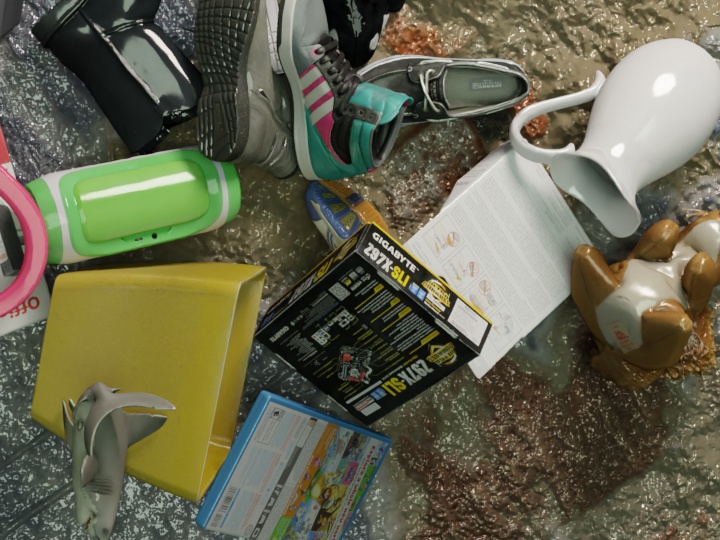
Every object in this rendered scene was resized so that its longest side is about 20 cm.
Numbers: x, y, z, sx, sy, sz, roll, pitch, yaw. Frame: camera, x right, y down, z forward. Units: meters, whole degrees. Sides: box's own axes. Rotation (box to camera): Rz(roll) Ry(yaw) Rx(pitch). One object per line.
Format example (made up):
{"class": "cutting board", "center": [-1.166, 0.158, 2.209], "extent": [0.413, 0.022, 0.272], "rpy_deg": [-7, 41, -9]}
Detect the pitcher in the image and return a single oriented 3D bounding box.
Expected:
{"class": "pitcher", "center": [0.264, -0.156, 1.246], "extent": [0.171, 0.122, 0.200], "rpy_deg": [35, 67, 16]}

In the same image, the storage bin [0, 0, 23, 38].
{"class": "storage bin", "center": [-0.360, -0.286, 1.093], "extent": [0.143, 0.200, 0.136], "rpy_deg": [7, 105, -11]}

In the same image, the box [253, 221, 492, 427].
{"class": "box", "center": [0.008, 0.059, 1.203], "extent": [0.159, 0.200, 0.050], "rpy_deg": [38, 47, -12]}

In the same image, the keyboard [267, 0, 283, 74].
{"class": "keyboard", "center": [-0.117, -0.295, 1.222], "extent": [0.055, 0.011, 0.203], "rpy_deg": [-12, 99, -8]}

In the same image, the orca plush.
{"class": "orca plush", "center": [0.009, -0.307, 1.211], "extent": [0.104, 0.071, 0.202], "rpy_deg": [20, 93, -12]}

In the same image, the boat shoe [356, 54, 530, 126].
{"class": "boat shoe", "center": [0.077, -0.188, 1.237], "extent": [0.197, 0.071, 0.073], "rpy_deg": [-10, 100, -6]}

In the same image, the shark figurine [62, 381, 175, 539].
{"class": "shark figurine", "center": [-0.203, 0.132, 1.030], "extent": [0.088, 0.216, 0.129], "rpy_deg": [-6, 55, -21]}

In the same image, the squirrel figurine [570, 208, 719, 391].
{"class": "squirrel figurine", "center": [0.327, 0.028, 1.289], "extent": [0.186, 0.141, 0.202], "rpy_deg": [-37, 143, -29]}

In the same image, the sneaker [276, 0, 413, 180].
{"class": "sneaker", "center": [-0.011, -0.179, 1.175], "extent": [0.119, 0.084, 0.202], "rpy_deg": [6, 120, 26]}

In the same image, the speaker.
{"class": "speaker", "center": [-0.218, -0.065, 1.168], "extent": [0.198, 0.088, 0.090], "rpy_deg": [-15, 100, -28]}

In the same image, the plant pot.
{"class": "plant pot", "center": [-0.204, 0.083, 1.168], "extent": [0.174, 0.200, 0.203], "rpy_deg": [13, 95, 1]}

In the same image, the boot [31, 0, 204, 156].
{"class": "boot", "center": [-0.195, -0.231, 1.180], "extent": [0.200, 0.076, 0.168], "rpy_deg": [-43, 99, 3]}

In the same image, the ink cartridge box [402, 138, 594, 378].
{"class": "ink cartridge box", "center": [0.137, -0.015, 1.255], "extent": [0.199, 0.057, 0.163], "rpy_deg": [-39, 103, -18]}

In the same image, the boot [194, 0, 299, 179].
{"class": "boot", "center": [-0.101, -0.195, 1.191], "extent": [0.067, 0.130, 0.203], "rpy_deg": [7, 92, 30]}

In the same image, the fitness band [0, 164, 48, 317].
{"class": "fitness band", "center": [-0.364, -0.042, 1.052], "extent": [0.200, 0.037, 0.144], "rpy_deg": [45, 80, -16]}

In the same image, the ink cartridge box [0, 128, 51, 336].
{"class": "ink cartridge box", "center": [-0.389, -0.027, 1.136], "extent": [0.144, 0.083, 0.203], "rpy_deg": [-24, 104, -45]}

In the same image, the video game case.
{"class": "video game case", "center": [-0.063, 0.211, 1.234], "extent": [0.199, 0.018, 0.144], "rpy_deg": [27, 91, -46]}

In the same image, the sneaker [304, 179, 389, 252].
{"class": "sneaker", "center": [0.000, 0.000, 1.246], "extent": [0.201, 0.075, 0.088], "rpy_deg": [50, 128, 7]}
